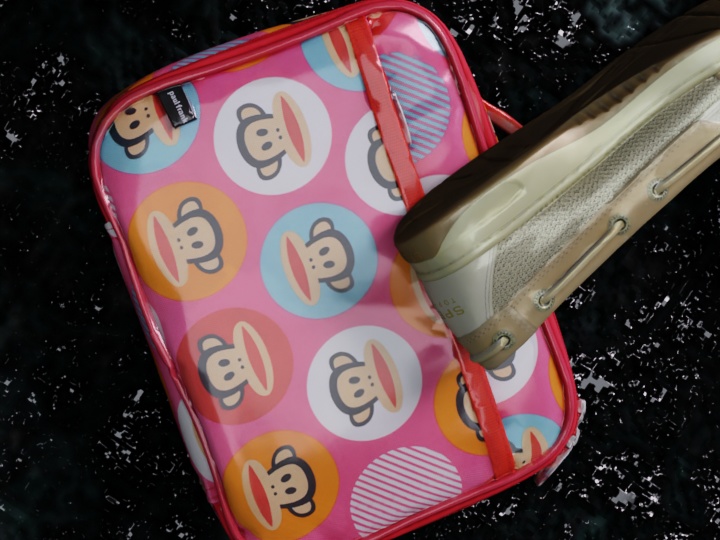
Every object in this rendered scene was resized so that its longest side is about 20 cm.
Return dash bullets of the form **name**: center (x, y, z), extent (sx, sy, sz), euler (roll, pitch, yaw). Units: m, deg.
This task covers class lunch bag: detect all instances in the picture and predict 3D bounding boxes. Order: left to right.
- **lunch bag**: center (0.000, 0.000, 0.800), extent (0.175, 0.082, 0.201), euler (-21, 98, -7)

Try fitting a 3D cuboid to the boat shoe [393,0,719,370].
- **boat shoe**: center (0.109, -0.044, 0.745), extent (0.200, 0.073, 0.063), euler (-35, 101, -7)
